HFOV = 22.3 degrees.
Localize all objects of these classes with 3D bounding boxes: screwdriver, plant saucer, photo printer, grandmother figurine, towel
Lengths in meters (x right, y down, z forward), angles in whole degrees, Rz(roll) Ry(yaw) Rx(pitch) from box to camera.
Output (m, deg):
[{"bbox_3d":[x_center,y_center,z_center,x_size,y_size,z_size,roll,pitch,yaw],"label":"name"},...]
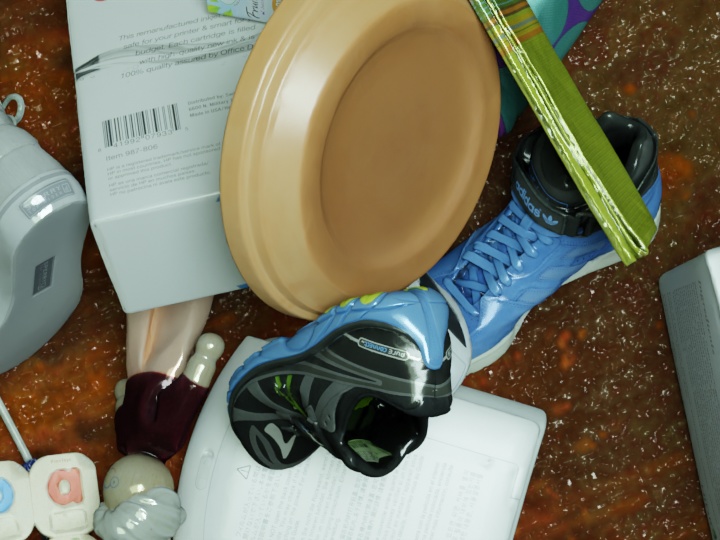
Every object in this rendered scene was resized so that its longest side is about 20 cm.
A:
[{"bbox_3d":[-0.209,0.101,1.108,0.028,0.029,0.201,-29,87,-1],"label":"screwdriver"},{"bbox_3d":[0.010,-0.066,0.932,0.037,0.200,0.201,21,86,36],"label":"plant saucer"},{"bbox_3d":[-0.007,0.135,1.082,0.199,0.069,0.167,16,86,2],"label":"photo printer"},{"bbox_3d":[-0.119,0.066,1.066,0.060,0.121,0.201,14,67,-17],"label":"grandmother figurine"},{"bbox_3d":[0.103,-0.100,0.967,0.018,0.086,0.201,-28,95,22],"label":"towel"}]

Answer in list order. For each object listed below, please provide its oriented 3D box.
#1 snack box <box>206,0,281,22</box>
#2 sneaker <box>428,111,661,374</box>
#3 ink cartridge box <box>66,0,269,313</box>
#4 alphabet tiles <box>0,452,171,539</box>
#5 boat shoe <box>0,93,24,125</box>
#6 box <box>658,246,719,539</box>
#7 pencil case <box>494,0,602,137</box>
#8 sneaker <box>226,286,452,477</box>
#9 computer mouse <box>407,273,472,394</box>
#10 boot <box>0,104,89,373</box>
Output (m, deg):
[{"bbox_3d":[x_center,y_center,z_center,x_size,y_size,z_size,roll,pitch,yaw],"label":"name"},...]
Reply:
[{"bbox_3d":[0.006,-0.221,1.056,0.141,0.053,0.201,11,52,11],"label":"snack box"},{"bbox_3d":[0.090,-0.020,1.050,0.199,0.111,0.077,-30,59,-12],"label":"sneaker"},{"bbox_3d":[-0.084,-0.089,1.043,0.144,0.084,0.201,-12,50,-1],"label":"ink cartridge box"},{"bbox_3d":[-0.204,0.209,1.063,0.199,0.015,0.197,-6,76,-13],"label":"alphabet tiles"},{"bbox_3d":[-0.238,-0.079,1.097,0.073,0.068,0.200,-23,111,24],"label":"boat shoe"},{"bbox_3d":[0.292,0.069,1.031,0.198,0.171,0.201,-13,86,0],"label":"box"},{"bbox_3d":[0.107,-0.183,1.094,0.200,0.092,0.085,-54,131,-3],"label":"pencil case"},{"bbox_3d":[-0.013,0.073,0.957,0.070,0.199,0.083,-2,72,-30],"label":"sneaker"},{"bbox_3d":[0.000,0.000,1.046,0.110,0.044,0.200,-45,47,13],"label":"computer mouse"},{"bbox_3d":[-0.210,-0.022,1.049,0.073,0.200,0.096,-29,72,-33],"label":"boot"}]
